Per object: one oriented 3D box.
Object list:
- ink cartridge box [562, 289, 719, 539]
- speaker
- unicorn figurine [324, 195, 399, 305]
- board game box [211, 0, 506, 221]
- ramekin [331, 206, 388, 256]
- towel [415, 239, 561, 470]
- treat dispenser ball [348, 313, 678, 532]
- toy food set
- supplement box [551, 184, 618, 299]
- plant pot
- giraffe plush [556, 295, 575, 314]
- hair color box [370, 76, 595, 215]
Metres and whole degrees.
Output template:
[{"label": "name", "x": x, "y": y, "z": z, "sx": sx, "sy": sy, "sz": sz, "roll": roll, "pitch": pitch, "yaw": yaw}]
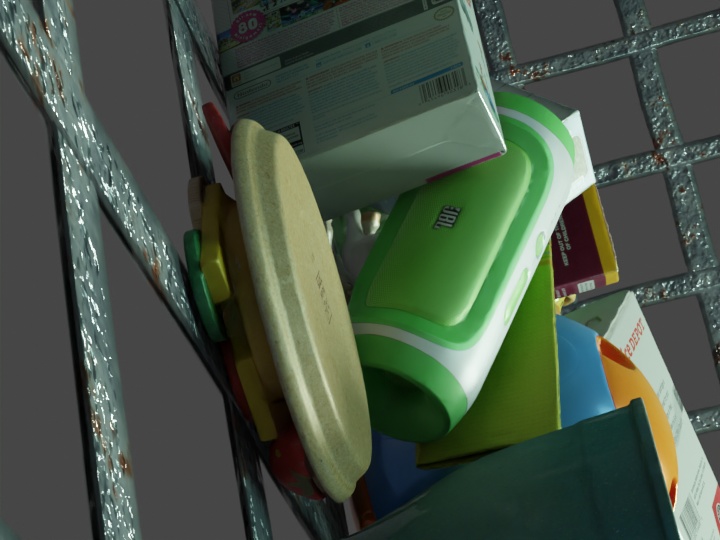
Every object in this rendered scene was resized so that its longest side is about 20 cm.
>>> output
[{"label": "ink cartridge box", "x": 0.177, "y": 0.133, "z": 1.479, "sx": 0.201, "sy": 0.083, "sz": 0.144, "roll": 66, "pitch": 21, "yaw": -9}, {"label": "speaker", "x": 0.054, "y": -0.005, "z": 1.223, "sx": 0.201, "sy": 0.088, "sz": 0.089, "roll": -63, "pitch": 150, "yaw": -31}, {"label": "unicorn figurine", "x": 0.000, "y": 0.000, "z": 1.346, "sx": 0.200, "sy": 0.073, "sz": 0.138, "roll": 76, "pitch": 12, "yaw": -63}, {"label": "board game box", "x": -0.007, "y": -0.135, "z": 1.252, "sx": 0.064, "sy": 0.147, "sz": 0.201, "roll": 54, "pitch": 21, "yaw": -51}, {"label": "ramekin", "x": 0.038, "y": 0.002, "z": 1.544, "sx": 0.200, "sy": 0.097, "sz": 0.201, "roll": -16, "pitch": 90, "yaw": -89}, {"label": "towel", "x": 0.072, "y": 0.029, "z": 1.256, "sx": 0.018, "sy": 0.085, "sz": 0.201, "roll": 63, "pitch": 21, "yaw": -44}, {"label": "treat dispenser ball", "x": 0.092, "y": 0.123, "z": 1.312, "sx": 0.201, "sy": 0.199, "sz": 0.202, "roll": -15, "pitch": 90, "yaw": -84}, {"label": "toy food set", "x": -0.040, "y": 0.017, "z": 1.069, "sx": 0.200, "sy": 0.048, "sz": 0.199, "roll": -92, "pitch": 166, "yaw": -63}, {"label": "supplement box", "x": 0.100, "y": -0.008, "z": 1.726, "sx": 0.110, "sy": 0.199, "sz": 0.086, "roll": 34, "pitch": 41, "yaw": -81}, {"label": "plant pot", "x": 0.082, "y": 0.187, "z": 1.129, "sx": 0.200, "sy": 0.187, "sz": 0.201, "roll": -15, "pitch": 90, "yaw": -85}, {"label": "giraffe plush", "x": 0.110, "y": 0.034, "z": 1.905, "sx": 0.173, "sy": 0.161, "sz": 0.201, "roll": 14, "pitch": 62, "yaw": -83}, {"label": "hair color box", "x": 0.048, "y": -0.083, "z": 1.429, "sx": 0.200, "sy": 0.099, "sz": 0.061, "roll": 26, "pitch": -36, "yaw": 46}]
